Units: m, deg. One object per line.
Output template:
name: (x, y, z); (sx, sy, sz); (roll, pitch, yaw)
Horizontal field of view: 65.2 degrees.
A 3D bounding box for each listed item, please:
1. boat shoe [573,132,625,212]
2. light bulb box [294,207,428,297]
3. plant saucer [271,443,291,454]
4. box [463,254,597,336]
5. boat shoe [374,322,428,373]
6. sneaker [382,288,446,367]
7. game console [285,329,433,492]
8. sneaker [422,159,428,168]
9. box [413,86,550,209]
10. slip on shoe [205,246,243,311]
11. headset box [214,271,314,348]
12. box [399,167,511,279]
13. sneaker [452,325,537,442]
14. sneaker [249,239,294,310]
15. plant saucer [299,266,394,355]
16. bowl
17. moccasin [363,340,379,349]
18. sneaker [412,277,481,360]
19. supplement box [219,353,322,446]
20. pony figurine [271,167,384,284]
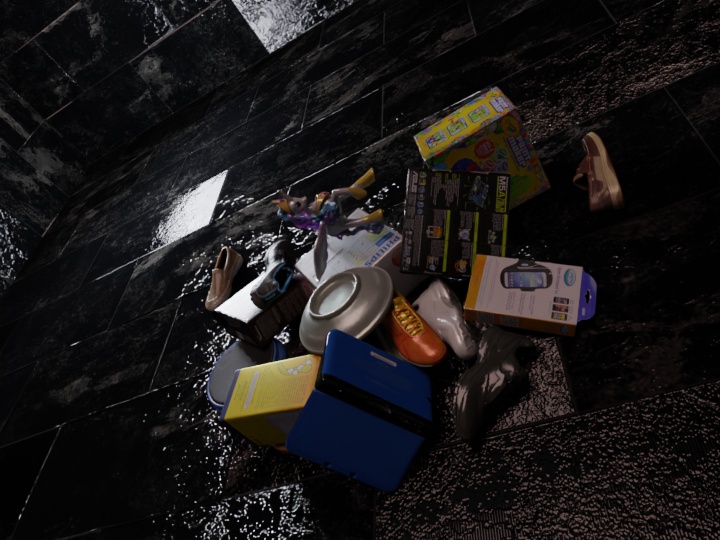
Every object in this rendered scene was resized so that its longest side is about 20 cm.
boat shoe: (0.433, -0.182, 1.054); (0.072, 0.072, 0.200); (-19, 47, 23)
light bulb box: (0.000, 0.000, 1.185); (0.198, 0.125, 0.200); (-43, 37, -6)
plant saucer: (-0.112, 0.255, 1.092); (0.200, 0.032, 0.201); (-24, 40, 21)
box: (0.281, 0.040, 0.932); (0.200, 0.042, 0.119); (9, 54, 18)
boat shoe: (0.070, 0.133, 1.037); (0.066, 0.072, 0.201); (-27, 39, 2)
sneaker: (0.074, 0.093, 0.964); (0.073, 0.077, 0.200); (-35, 42, -11)
game console: (0.003, 0.219, 0.890); (0.118, 0.200, 0.171); (-52, 18, 33)
sneaker: (0.152, -0.164, 1.244); (0.060, 0.104, 0.200); (-5, 48, 38)
box: (0.245, -0.221, 1.140); (0.192, 0.200, 0.122); (-29, 34, 14)
slip on shoe: (-0.385, 0.021, 1.550); (0.076, 0.061, 0.200); (-10, 45, 34)
headset box: (-0.209, 0.075, 1.297); (0.200, 0.075, 0.148); (-40, 33, -30)
box: (0.175, -0.086, 1.044); (0.193, 0.048, 0.201); (4, 83, 4)
sneaker: (0.208, 0.175, 0.869); (0.091, 0.076, 0.200); (10, 60, 39)
sneaker: (-0.170, 0.000, 1.228); (0.082, 0.073, 0.200); (-29, 32, 33)
plant saucer: (-0.037, 0.056, 0.998); (0.200, 0.050, 0.200); (-27, 33, 19)
bowl: (-0.253, 0.224, 1.239); (0.200, 0.039, 0.201); (-23, 39, 20)
moccasin: (-0.035, 0.149, 1.085); (0.068, 0.080, 0.200); (-65, 25, -1)
sneaker: (0.147, 0.103, 1.006); (0.099, 0.078, 0.200); (-41, 29, 13)
supplement box: (-0.132, 0.235, 1.012); (0.200, 0.109, 0.110); (-15, 42, 27)
pony figurine: (-0.056, -0.096, 1.100); (0.200, 0.193, 0.167); (-13, 43, 2)
